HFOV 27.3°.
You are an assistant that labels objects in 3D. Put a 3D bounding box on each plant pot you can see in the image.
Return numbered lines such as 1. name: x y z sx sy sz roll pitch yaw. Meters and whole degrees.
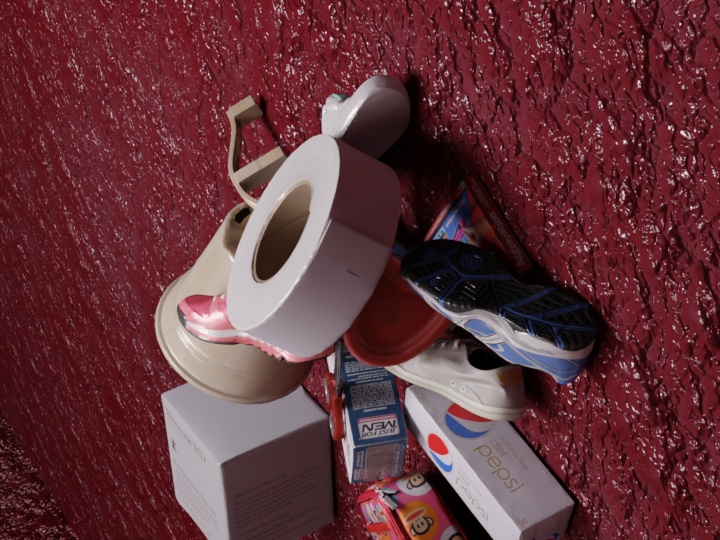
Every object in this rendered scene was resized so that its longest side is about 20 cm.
1. plant pot: -0.118 0.021 1.710 0.201 0.200 0.184 56 142 23

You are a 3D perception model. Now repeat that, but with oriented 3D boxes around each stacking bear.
1. stacking bear: 0.000 0.000 1.475 0.114 0.121 0.200 -62 31 16

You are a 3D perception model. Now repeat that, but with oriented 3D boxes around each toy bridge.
1. toy bridge: -0.112 -0.113 1.663 0.200 0.067 0.027 60 -177 34

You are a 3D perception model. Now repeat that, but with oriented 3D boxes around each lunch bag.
1. lunch bag: 0.061 0.287 1.638 0.176 0.082 0.200 60 169 7

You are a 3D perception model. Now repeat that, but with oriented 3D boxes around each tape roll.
1. tape roll: -0.045 -0.023 1.376 0.202 0.071 0.203 -47 28 35

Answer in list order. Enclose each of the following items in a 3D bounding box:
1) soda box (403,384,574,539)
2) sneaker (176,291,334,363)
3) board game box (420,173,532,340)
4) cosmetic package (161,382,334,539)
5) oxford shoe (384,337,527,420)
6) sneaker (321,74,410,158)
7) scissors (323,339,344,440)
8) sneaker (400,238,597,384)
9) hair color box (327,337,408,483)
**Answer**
1. soda box: 0.124 0.189 1.474 0.200 0.068 0.064 51 153 33
2. sneaker: -0.108 0.036 1.570 0.200 0.074 0.087 11 105 33
3. board game box: 0.099 -0.002 1.421 0.103 0.019 0.200 59 155 15
4. cosmetic package: -0.147 0.250 1.965 0.167 0.166 0.200 42 145 43
5. oxford shoe: 0.088 0.090 1.449 0.200 0.075 0.058 22 110 47
6. sneaker: -0.008 -0.146 1.461 0.200 0.075 0.089 115 140 -60
7. scissors: -0.021 0.123 1.487 0.200 0.014 0.073 110 154 -73
8. sneaker: 0.116 0.039 1.317 0.200 0.076 0.077 31 148 29
9. hair color box: 0.002 0.114 1.577 0.100 0.060 0.200 93 168 -60
